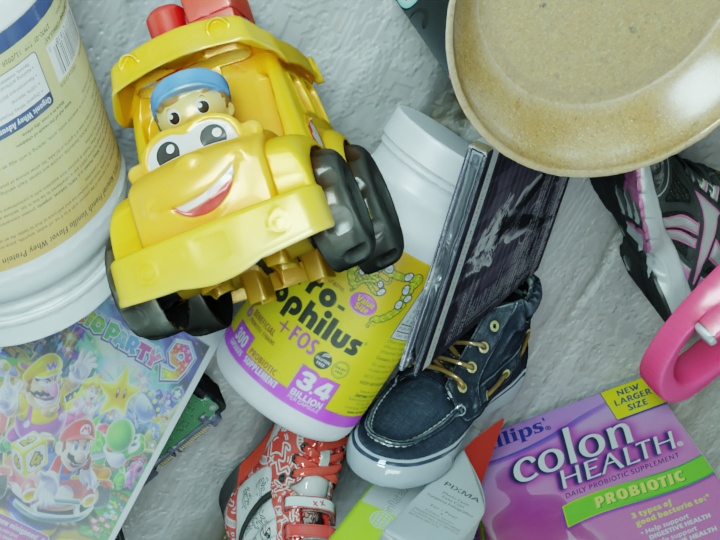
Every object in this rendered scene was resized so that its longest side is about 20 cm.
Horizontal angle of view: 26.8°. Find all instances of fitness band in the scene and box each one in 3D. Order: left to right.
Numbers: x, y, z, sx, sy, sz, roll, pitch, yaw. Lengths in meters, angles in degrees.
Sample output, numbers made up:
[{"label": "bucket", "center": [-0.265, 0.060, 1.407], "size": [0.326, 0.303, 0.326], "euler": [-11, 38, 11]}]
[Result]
[{"label": "fitness band", "center": [0.284, 0.018, 1.088], "size": [0.200, 0.037, 0.144], "euler": [-43, 157, 2]}]

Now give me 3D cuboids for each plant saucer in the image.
[{"label": "plant saucer", "center": [0.130, -0.140, 0.745], "size": [0.198, 0.036, 0.202], "euler": [-11, 129, -13]}]

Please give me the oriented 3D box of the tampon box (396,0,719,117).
[{"label": "tampon box", "center": [0.128, -0.190, 0.829], "size": [0.125, 0.150, 0.201], "euler": [13, 120, -30]}]

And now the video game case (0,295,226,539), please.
[{"label": "video game case", "center": [-0.172, 0.080, 0.918], "size": [0.143, 0.018, 0.202], "euler": [38, 74, -41]}]

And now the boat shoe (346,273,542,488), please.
[{"label": "boat shoe", "center": [0.057, 0.064, 1.008], "size": [0.200, 0.070, 0.092], "euler": [-35, 141, -53]}]

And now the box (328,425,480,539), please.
[{"label": "box", "center": [0.025, 0.189, 1.068], "size": [0.200, 0.047, 0.123], "euler": [-45, 153, -50]}]

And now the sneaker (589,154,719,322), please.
[{"label": "sneaker", "center": [0.215, -0.050, 1.035], "size": [0.086, 0.081, 0.200], "euler": [-33, 144, -2]}]

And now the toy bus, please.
[{"label": "toy bus", "center": [-0.072, -0.073, 0.803], "size": [0.134, 0.200, 0.194], "euler": [-18, 88, 10]}]

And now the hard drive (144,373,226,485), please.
[{"label": "hard drive", "center": [-0.198, 0.077, 0.975], "size": [0.139, 0.038, 0.200], "euler": [-39, 130, 9]}]

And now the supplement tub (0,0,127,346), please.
[{"label": "supplement tub", "center": [-0.204, -0.073, 0.785], "size": [0.143, 0.145, 0.201], "euler": [-20, 131, -7]}]

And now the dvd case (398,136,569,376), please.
[{"label": "dvd case", "center": [0.090, -0.034, 0.935], "size": [0.200, 0.016, 0.150], "euler": [-35, 147, -56]}]

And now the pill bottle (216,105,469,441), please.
[{"label": "pill bottle", "center": [0.000, 0.000, 0.947], "size": [0.104, 0.104, 0.201], "euler": [24, 106, -35]}]

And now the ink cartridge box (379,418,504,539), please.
[{"label": "ink cartridge box", "center": [0.053, 0.208, 1.014], "size": [0.200, 0.047, 0.162], "euler": [-30, 141, -58]}]

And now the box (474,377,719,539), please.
[{"label": "box", "center": [0.182, 0.201, 1.123], "size": [0.174, 0.201, 0.097], "euler": [-18, 131, -8]}]

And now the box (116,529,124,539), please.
[{"label": "box", "center": [-0.261, 0.221, 1.014], "size": [0.199, 0.106, 0.123], "euler": [26, 111, -35]}]

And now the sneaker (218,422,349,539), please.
[{"label": "sneaker", "center": [-0.029, 0.134, 1.043], "size": [0.067, 0.108, 0.202], "euler": [16, 118, -31]}]
